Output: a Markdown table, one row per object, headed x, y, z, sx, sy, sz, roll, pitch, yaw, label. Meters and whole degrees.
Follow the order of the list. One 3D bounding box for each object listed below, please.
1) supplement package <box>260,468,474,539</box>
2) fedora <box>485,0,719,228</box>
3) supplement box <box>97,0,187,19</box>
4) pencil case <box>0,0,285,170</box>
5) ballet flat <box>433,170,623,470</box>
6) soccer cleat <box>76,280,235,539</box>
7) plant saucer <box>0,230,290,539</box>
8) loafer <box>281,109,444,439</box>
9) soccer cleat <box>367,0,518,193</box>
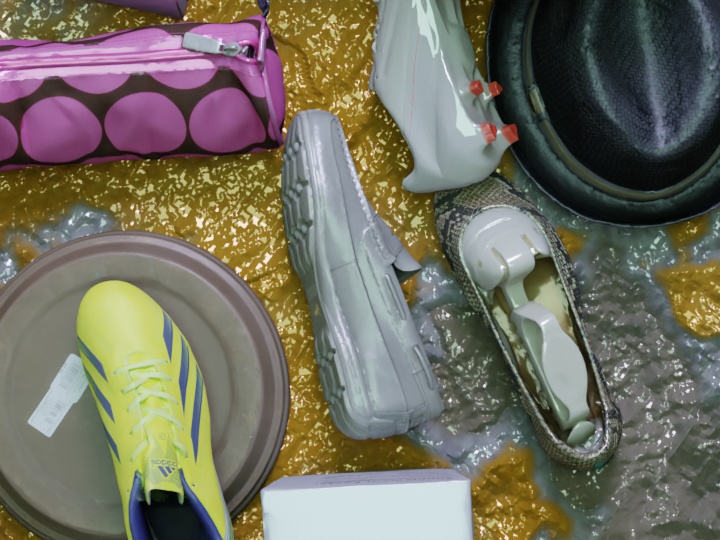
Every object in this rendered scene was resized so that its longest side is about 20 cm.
| x | y | z | sx | sy | sz | roll | pitch | yaw | label |
| --- | --- | --- | --- | --- | --- | --- | --- | --- | --- |
| 0.006 | 0.169 | 1.084 | 0.109 | 0.200 | 0.114 | -3 | 86 | 0 | supplement package |
| 0.167 | -0.127 | 1.158 | 0.200 | 0.092 | 0.201 | 0 | 86 | 0 | fedora |
| -0.140 | -0.264 | 1.188 | 0.109 | 0.061 | 0.200 | 12 | 87 | 0 | supplement box |
| -0.145 | -0.108 | 1.159 | 0.200 | 0.094 | 0.091 | -7 | 81 | 0 | pencil case |
| 0.103 | 0.024 | 1.157 | 0.068 | 0.075 | 0.200 | -24 | 86 | -1 | ballet flat |
| -0.115 | 0.100 | 1.120 | 0.065 | 0.084 | 0.200 | -16 | 86 | 0 | soccer cleat |
| -0.142 | 0.075 | 1.178 | 0.200 | 0.029 | 0.200 | 0 | 86 | 1 | plant saucer |
| 0.000 | 0.000 | 1.168 | 0.070 | 0.070 | 0.200 | -11 | 84 | -18 | loafer |
| 0.032 | -0.144 | 1.176 | 0.078 | 0.069 | 0.200 | -21 | 76 | 29 | soccer cleat |
